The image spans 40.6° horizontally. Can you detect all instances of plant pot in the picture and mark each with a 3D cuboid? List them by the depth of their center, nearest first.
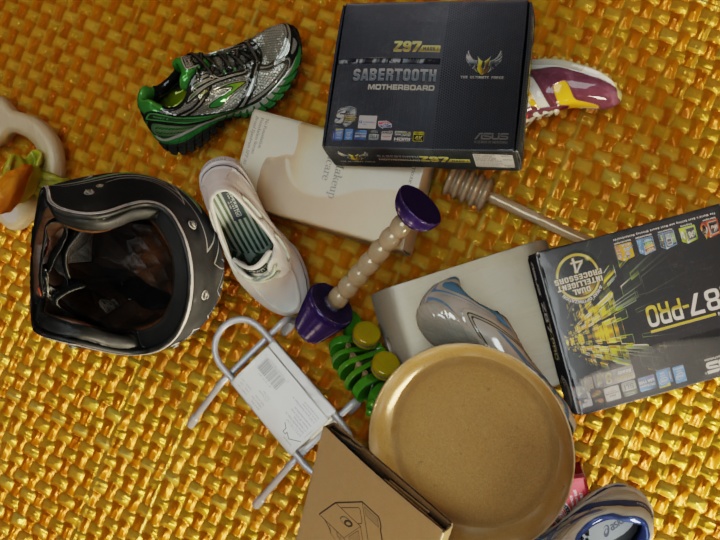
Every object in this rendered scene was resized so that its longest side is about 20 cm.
[{"bbox_3d":[0.103,0.165,0.911,0.196,0.027,0.205,4,101,19],"label":"plant pot"}]

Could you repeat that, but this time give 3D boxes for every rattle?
[{"bbox_3d":[-0.429,-0.145,1.083,0.129,0.142,0.202,-33,88,26],"label":"rattle"}]

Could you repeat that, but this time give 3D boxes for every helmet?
[{"bbox_3d":[-0.238,-0.008,1.007,0.187,0.199,0.205,4,87,-25],"label":"helmet"}]

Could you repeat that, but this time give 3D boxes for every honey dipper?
[{"bbox_3d":[0.180,-0.054,1.010,0.197,0.038,0.039,27,92,7],"label":"honey dipper"}]

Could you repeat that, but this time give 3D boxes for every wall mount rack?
[{"bbox_3d":[-0.097,0.153,1.037,0.173,0.075,0.201,-43,80,3],"label":"wall mount rack"}]

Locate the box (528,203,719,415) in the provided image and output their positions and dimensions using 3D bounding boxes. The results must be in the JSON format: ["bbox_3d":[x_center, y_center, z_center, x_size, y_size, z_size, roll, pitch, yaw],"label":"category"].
[{"bbox_3d":[0.280,0.038,0.958,0.196,0.049,0.165,-13,87,-3],"label":"box"}]

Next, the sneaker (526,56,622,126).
[{"bbox_3d":[0.166,-0.170,1.000,0.196,0.075,0.092,12,87,20],"label":"sneaker"}]

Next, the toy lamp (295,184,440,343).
[{"bbox_3d":[0.000,0.000,0.974,0.058,0.058,0.201,47,120,10],"label":"toy lamp"}]

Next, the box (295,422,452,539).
[{"bbox_3d":[0.002,0.276,0.955,0.162,0.021,0.204,34,125,32],"label":"box"}]

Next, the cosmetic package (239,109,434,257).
[{"bbox_3d":[-0.029,-0.092,1.032,0.196,0.071,0.108,15,90,11],"label":"cosmetic package"}]

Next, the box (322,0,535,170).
[{"bbox_3d":[0.069,-0.184,0.961,0.195,0.051,0.161,4,74,16],"label":"box"}]

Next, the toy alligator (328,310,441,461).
[{"bbox_3d":[0.015,0.121,0.990,0.053,0.060,0.201,-16,54,-25],"label":"toy alligator"}]

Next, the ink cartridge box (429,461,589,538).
[{"bbox_3d":[0.141,0.286,0.974,0.196,0.084,0.148,-12,86,9],"label":"ink cartridge box"}]

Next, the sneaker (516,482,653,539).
[{"bbox_3d":[0.180,0.268,0.881,0.200,0.088,0.075,-44,84,6],"label":"sneaker"}]

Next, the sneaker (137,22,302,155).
[{"bbox_3d":[-0.150,-0.203,1.043,0.198,0.085,0.079,-32,54,7],"label":"sneaker"}]

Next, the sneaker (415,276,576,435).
[{"bbox_3d":[0.140,0.086,0.945,0.200,0.072,0.073,45,54,-2],"label":"sneaker"}]

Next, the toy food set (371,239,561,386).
[{"bbox_3d":[0.123,0.065,1.008,0.196,0.060,0.147,-17,84,1],"label":"toy food set"}]

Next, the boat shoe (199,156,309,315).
[{"bbox_3d":[-0.111,-0.018,0.993,0.072,0.067,0.202,-25,124,10],"label":"boat shoe"}]
